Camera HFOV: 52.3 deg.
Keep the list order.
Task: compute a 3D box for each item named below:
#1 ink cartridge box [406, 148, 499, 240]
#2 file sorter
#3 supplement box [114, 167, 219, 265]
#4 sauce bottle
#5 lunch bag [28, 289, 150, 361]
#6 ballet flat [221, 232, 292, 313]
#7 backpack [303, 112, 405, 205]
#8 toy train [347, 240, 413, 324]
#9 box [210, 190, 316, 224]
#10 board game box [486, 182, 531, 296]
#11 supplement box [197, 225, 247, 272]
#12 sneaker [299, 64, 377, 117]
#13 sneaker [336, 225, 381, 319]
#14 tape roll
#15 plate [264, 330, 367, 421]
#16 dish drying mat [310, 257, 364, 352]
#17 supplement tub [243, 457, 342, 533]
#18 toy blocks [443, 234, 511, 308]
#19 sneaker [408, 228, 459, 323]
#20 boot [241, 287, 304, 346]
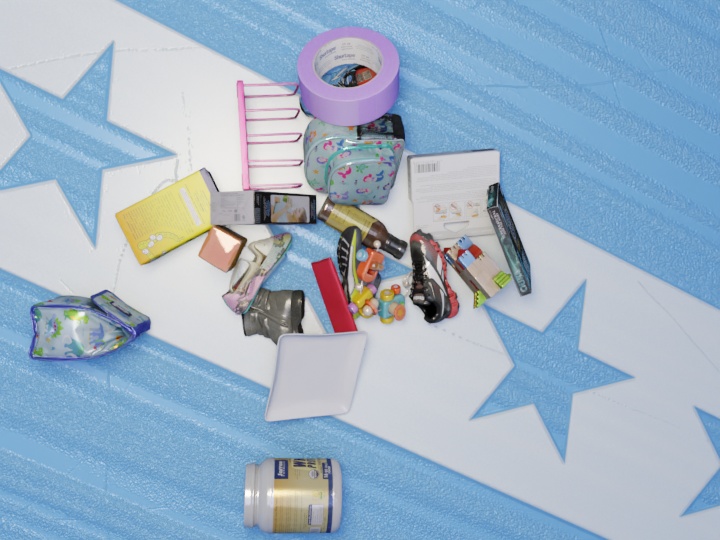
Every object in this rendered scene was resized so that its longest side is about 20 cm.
[{"bbox_3d":[0.199,-0.161,1.558,0.194,0.044,0.179,-6,108,-8],"label":"ink cartridge box"},{"bbox_3d":[-0.178,-0.261,1.453,0.121,0.139,0.207,-3,94,-8],"label":"file sorter"},{"bbox_3d":[-0.366,-0.106,1.452,0.196,0.109,0.112,-28,96,-5],"label":"supplement box"},{"bbox_3d":[0.006,-0.087,1.526,0.197,0.065,0.066,30,89,-10],"label":"sauce bottle"},{"bbox_3d":[-0.515,0.108,1.415,0.194,0.170,0.132,4,93,-7],"label":"lunch bag"},{"bbox_3d":[-0.211,-0.010,1.476,0.071,0.068,0.202,41,70,-26],"label":"ballet flat"},{"bbox_3d":[-0.018,-0.222,1.449,0.194,0.179,0.154,5,57,-8],"label":"backpack"},{"bbox_3d":[0.052,0.036,1.488,0.198,0.055,0.153,25,94,-48],"label":"toy train"},{"bbox_3d":[-0.184,-0.119,1.419,0.114,0.198,0.062,2,93,33],"label":"box"},{"bbox_3d":[0.307,-0.066,1.512,0.028,0.136,0.204,-18,110,20],"label":"board game box"},{"bbox_3d":[-0.264,-0.044,1.423,0.068,0.200,0.068,28,90,-4],"label":"supplement box"},{"bbox_3d":[-0.037,-0.380,1.489,0.196,0.090,0.080,-29,97,-5],"label":"sneaker"},{"bbox_3d":[0.000,0.000,1.517,0.079,0.074,0.205,-14,120,-20],"label":"sneaker"},{"bbox_3d":[-0.022,-0.374,1.403,0.194,0.066,0.205,-1,57,1],"label":"tape roll"},{"bbox_3d":[-0.094,0.208,1.487,0.195,0.032,0.205,-1,116,-29],"label":"plate"},{"bbox_3d":[-0.047,0.074,1.527,0.018,0.076,0.205,-23,97,-35],"label":"dish drying mat"},{"bbox_3d":[-0.139,0.459,1.497,0.194,0.144,0.149,2,93,-8],"label":"supplement tub"},{"bbox_3d":[0.231,-0.009,1.505,0.099,0.200,0.137,-40,86,-2],"label":"toy blocks"},{"bbox_3d":[0.139,0.020,1.525,0.097,0.070,0.205,-30,106,-37],"label":"sneaker"},{"bbox_3d":[-0.182,0.133,1.524,0.126,0.068,0.207,2,93,5],"label":"boot"}]
